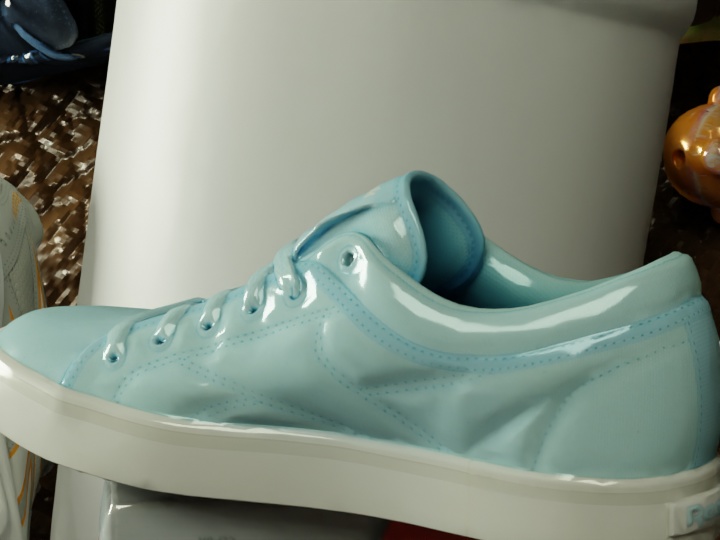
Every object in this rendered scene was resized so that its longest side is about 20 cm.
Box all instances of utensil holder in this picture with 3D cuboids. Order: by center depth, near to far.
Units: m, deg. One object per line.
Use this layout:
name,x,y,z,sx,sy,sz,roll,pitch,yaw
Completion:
utensil holder,0.000,0.000,0.830,0.169,0.170,0.201,10,93,25

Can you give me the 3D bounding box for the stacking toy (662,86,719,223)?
stacking toy,0.176,-0.028,0.883,0.199,0.117,0.109,7,15,43

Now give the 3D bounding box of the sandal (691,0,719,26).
sandal,0.127,-0.144,0.939,0.054,0.082,0.200,29,43,13

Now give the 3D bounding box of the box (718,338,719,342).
box,0.201,0.027,0.715,0.160,0.200,0.049,-54,13,-11

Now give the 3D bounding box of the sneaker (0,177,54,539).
sneaker,-0.114,0.061,0.845,0.075,0.092,0.201,-2,85,23

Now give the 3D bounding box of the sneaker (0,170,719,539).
sneaker,-0.003,0.014,0.698,0.199,0.074,0.082,6,100,22

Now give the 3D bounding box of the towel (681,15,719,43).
towel,0.081,-0.145,1.002,0.143,0.023,0.201,-6,50,-19

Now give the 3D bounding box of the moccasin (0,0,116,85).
moccasin,-0.103,-0.113,1.033,0.199,0.068,0.081,-11,85,14

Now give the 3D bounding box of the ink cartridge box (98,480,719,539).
ink cartridge box,0.010,0.152,0.738,0.161,0.050,0.201,1,93,-8
